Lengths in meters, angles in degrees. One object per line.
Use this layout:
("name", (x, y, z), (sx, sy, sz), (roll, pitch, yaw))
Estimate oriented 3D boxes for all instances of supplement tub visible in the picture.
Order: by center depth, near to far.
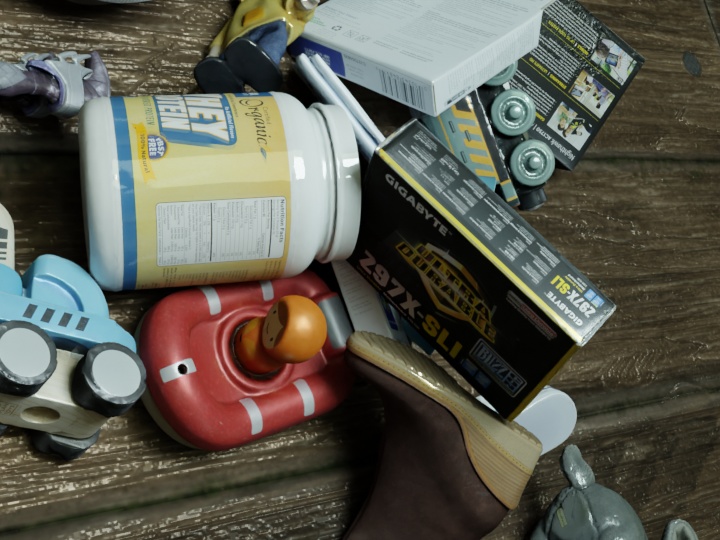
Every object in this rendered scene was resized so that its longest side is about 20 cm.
("supplement tub", (-0.111, -0.063, 0.818), (0.198, 0.145, 0.146), (-5, 72, -16))

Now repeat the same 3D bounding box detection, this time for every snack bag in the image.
("snack bag", (0.007, -0.117, 0.950), (0.021, 0.200, 0.189), (-40, 100, 2))

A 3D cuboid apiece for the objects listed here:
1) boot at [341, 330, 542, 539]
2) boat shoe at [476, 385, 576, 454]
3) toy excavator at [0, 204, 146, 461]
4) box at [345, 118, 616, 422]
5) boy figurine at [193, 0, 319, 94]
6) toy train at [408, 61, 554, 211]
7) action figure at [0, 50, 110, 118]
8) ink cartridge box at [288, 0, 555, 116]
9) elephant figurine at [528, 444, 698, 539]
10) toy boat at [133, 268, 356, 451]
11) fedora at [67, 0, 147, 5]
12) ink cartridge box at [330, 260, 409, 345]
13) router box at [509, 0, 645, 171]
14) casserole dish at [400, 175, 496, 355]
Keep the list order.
("boot", (0.032, 0.160, 0.857), (0.199, 0.072, 0.167), (35, 99, -14))
("boat shoe", (0.096, 0.156, 0.955), (0.199, 0.065, 0.074), (-17, 110, -20))
("toy excavator", (-0.253, 0.014, 0.760), (0.193, 0.100, 0.201), (18, 48, -30))
("box", (0.078, 0.005, 0.805), (0.049, 0.160, 0.200), (-40, 77, -24))
("boy figurine", (-0.087, -0.223, 0.956), (0.064, 0.124, 0.201), (48, 32, -30))
("toy train", (0.116, -0.145, 1.071), (0.113, 0.085, 0.201), (-22, 98, -2))
("action figure", (-0.284, -0.138, 0.779), (0.199, 0.129, 0.070), (-11, 90, -54))
("ink cartridge box", (0.064, -0.235, 1.018), (0.200, 0.199, 0.041), (-37, 137, -27))
("elephant figurine", (0.246, 0.283, 0.984), (0.199, 0.156, 0.142), (25, 14, -37))
("toy boat", (-0.074, 0.058, 0.832), (0.199, 0.131, 0.131), (-16, 80, -39))
("fedora", (-0.211, -0.295, 0.913), (0.200, 0.090, 0.177), (-35, 90, -32))
("ink cartridge box", (0.000, 0.000, 0.939), (0.095, 0.037, 0.201), (32, 40, -77))
("router box", (0.188, -0.225, 1.149), (0.199, 0.051, 0.150), (34, 89, -19))
("casserole dish", (0.078, -0.013, 0.972), (0.039, 0.122, 0.201), (22, 38, -2))
